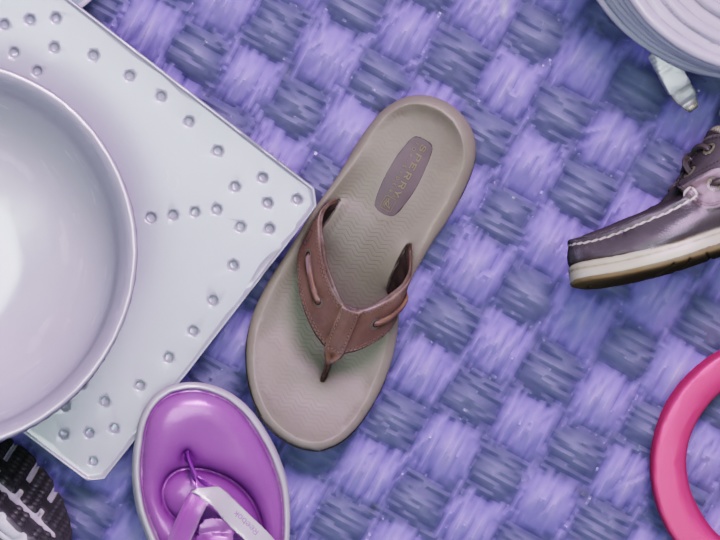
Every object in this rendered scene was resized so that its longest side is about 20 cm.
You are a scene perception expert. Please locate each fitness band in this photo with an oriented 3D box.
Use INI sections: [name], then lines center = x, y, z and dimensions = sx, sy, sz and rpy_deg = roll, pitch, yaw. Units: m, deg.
[fitness band]
center = 0.252, 0.118, 1.588
dimensions = 0.200, 0.037, 0.144
rpy_deg = 27, 96, 0

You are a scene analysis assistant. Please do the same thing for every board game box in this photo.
[board game box]
center = -0.158, -0.024, 1.577
dimensions = 0.200, 0.026, 0.200
rpy_deg = 38, 99, -4

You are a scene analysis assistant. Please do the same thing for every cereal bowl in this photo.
[cereal bowl]
center = -0.215, -0.006, 1.515
dimensions = 0.200, 0.083, 0.200
rpy_deg = 0, 86, -7

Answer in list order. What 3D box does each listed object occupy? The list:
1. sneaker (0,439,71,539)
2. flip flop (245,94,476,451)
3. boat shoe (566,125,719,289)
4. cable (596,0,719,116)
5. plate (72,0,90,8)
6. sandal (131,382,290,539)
[sneaker]
center = -0.243, 0.106, 1.577
dimensions = 0.200, 0.074, 0.080
rpy_deg = 37, 107, 3
[flip flop]
center = 0.000, 0.000, 1.572
dimensions = 0.081, 0.058, 0.200
rpy_deg = 28, 93, -1
[boat shoe]
center = 0.198, -0.045, 1.564
dimensions = 0.201, 0.072, 0.066
rpy_deg = -18, 87, -3
[cable]
center = 0.203, -0.198, 1.534
dimensions = 0.200, 0.069, 0.200
rpy_deg = -43, 105, -3
[plate]
center = -0.207, -0.219, 1.581
dimensions = 0.200, 0.026, 0.200
rpy_deg = 0, 93, 0
[sandal]
center = -0.072, 0.159, 1.577
dimensions = 0.082, 0.050, 0.203
rpy_deg = -9, 101, -8
